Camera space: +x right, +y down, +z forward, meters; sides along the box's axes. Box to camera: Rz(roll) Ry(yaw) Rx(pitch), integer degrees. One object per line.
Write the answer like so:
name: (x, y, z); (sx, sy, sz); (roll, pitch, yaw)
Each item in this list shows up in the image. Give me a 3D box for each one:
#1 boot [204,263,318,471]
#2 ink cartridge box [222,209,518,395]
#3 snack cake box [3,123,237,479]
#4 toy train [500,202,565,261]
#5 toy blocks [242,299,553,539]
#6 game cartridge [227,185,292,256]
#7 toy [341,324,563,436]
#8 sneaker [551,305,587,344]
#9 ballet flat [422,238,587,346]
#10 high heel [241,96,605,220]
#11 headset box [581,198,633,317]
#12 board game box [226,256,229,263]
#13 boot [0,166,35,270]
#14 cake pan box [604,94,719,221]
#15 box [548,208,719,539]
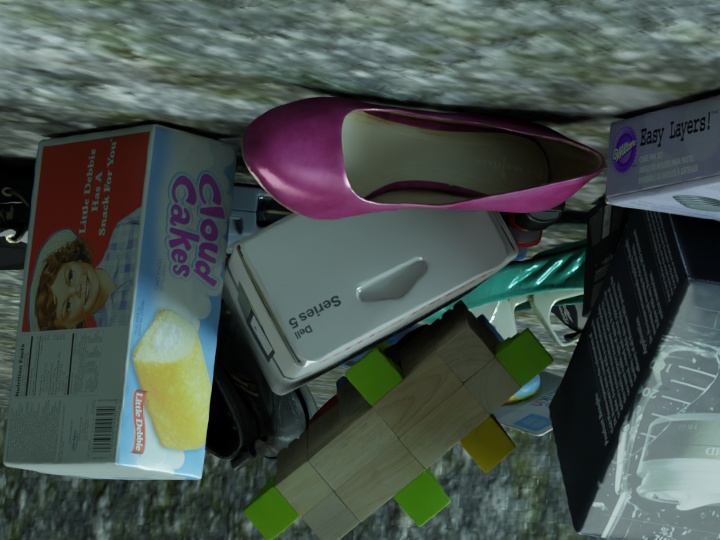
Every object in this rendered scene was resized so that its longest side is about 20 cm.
boot: (-0.105, 0.047, 1.669); (0.069, 0.200, 0.174); (-44, 163, 8)
ink cartridge box: (0.000, 0.000, 1.564); (0.145, 0.084, 0.200); (-28, 176, -9)
snack cake box: (-0.143, 0.021, 1.551); (0.067, 0.201, 0.115); (13, 168, -40)
toy train: (0.101, -0.036, 1.604); (0.034, 0.046, 0.200); (4, 173, -4)
toy blocks: (0.021, 0.086, 1.614); (0.200, 0.100, 0.137); (-40, -171, 6)
game cartridge: (-0.026, -0.026, 1.800); (0.199, 0.041, 0.133); (6, 169, -15)
toy: (0.064, 0.054, 1.815); (0.199, 0.047, 0.115); (15, -159, 28)
sneaker: (0.174, 0.034, 1.888); (0.129, 0.080, 0.199); (3, -157, 30)
ballet flat: (0.113, 0.019, 1.762); (0.199, 0.071, 0.067); (-11, 168, -5)
high heel: (0.034, -0.059, 1.379); (0.200, 0.068, 0.096); (13, 163, -43)
headset box: (0.251, -0.006, 1.655); (0.199, 0.078, 0.149); (6, 173, -6)
board game box: (0.010, 0.008, 1.844); (0.199, 0.020, 0.103); (8, 174, -30)
boot: (-0.225, -0.037, 1.668); (0.153, 0.074, 0.203); (-1, 178, 19)
cake pan box: (0.257, -0.054, 1.368); (0.199, 0.053, 0.184); (7, 174, -24)
box: (0.238, 0.058, 1.526); (0.199, 0.124, 0.197); (10, 128, -13)
